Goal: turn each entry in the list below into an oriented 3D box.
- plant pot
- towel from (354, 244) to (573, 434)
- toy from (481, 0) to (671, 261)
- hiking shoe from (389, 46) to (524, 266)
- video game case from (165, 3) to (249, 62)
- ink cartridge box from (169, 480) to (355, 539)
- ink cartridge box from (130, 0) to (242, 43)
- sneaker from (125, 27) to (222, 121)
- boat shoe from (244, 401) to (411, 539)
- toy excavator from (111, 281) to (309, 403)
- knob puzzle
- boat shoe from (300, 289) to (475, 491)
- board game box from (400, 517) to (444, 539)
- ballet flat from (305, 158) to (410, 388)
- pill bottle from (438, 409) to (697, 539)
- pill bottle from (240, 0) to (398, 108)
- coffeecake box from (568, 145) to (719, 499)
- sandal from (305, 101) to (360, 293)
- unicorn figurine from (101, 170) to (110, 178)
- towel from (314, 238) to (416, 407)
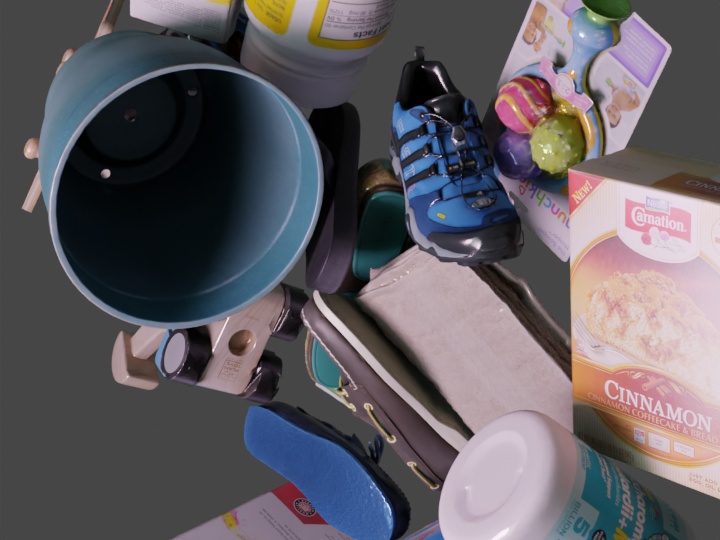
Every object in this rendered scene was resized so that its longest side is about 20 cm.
[{"bbox_3d":[-0.153,-0.087,1.211,0.188,0.199,0.201,-133,39,-56],"label":"plant pot"},{"bbox_3d":[0.095,0.061,1.205,0.200,0.034,0.132,49,142,-9],"label":"towel"},{"bbox_3d":[0.128,-0.108,1.122,0.115,0.047,0.201,48,136,26],"label":"toy"},{"bbox_3d":[0.058,-0.076,1.137,0.200,0.074,0.087,-119,19,-54],"label":"hiking shoe"},{"bbox_3d":[-0.125,-0.154,1.416,0.143,0.018,0.201,39,133,32],"label":"video game case"},{"bbox_3d":[-0.085,0.284,1.419,0.146,0.199,0.083,41,133,30],"label":"ink cartridge box"},{"bbox_3d":[-0.110,-0.275,1.188,0.200,0.083,0.146,118,167,-72],"label":"ink cartridge box"},{"bbox_3d":[-0.180,-0.159,1.398,0.199,0.082,0.071,-27,86,51],"label":"sneaker"},{"bbox_3d":[-0.018,0.161,1.398,0.200,0.068,0.085,39,119,39],"label":"boat shoe"},{"bbox_3d":[-0.149,0.053,1.471,0.195,0.099,0.200,-65,31,15],"label":"toy excavator"},{"bbox_3d":[-0.255,-0.168,1.433,0.030,0.220,0.220,24,138,-12],"label":"knob puzzle"},{"bbox_3d":[0.019,0.095,1.252,0.060,0.072,0.201,-38,110,18],"label":"boat shoe"},{"bbox_3d":[0.058,0.224,1.232,0.200,0.195,0.056,-36,78,49],"label":"board game box"},{"bbox_3d":[0.000,0.000,1.278,0.071,0.070,0.201,39,129,31],"label":"ballet flat"},{"bbox_3d":[0.157,0.188,1.114,0.200,0.111,0.111,36,150,-27],"label":"pill bottle"},{"bbox_3d":[-0.022,-0.226,1.191,0.114,0.114,0.201,44,134,27],"label":"pill bottle"},{"bbox_3d":[0.216,0.033,1.062,0.153,0.073,0.201,18,119,46],"label":"coffeecake box"},{"bbox_3d":[-0.031,-0.068,1.234,0.201,0.043,0.076,-94,25,-51],"label":"sandal"},{"bbox_3d":[-0.152,-0.088,1.375,0.074,0.199,0.137,67,168,-6],"label":"unicorn figurine"},{"bbox_3d":[0.028,0.042,1.325,0.152,0.023,0.201,32,127,35],"label":"towel"}]
